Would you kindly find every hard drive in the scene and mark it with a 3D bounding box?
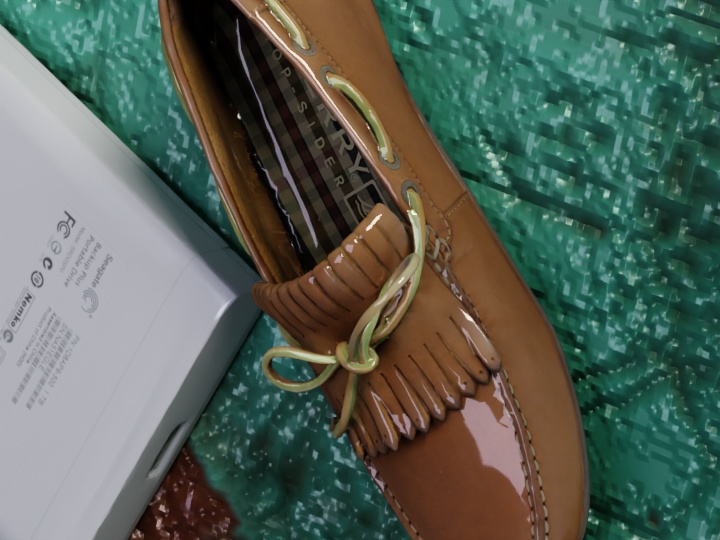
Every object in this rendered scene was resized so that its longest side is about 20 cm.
[{"bbox_3d":[-0.129,-0.008,0.951,0.200,0.027,0.132,43,120,21],"label":"hard drive"}]

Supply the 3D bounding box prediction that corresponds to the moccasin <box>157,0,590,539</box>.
[{"bbox_3d":[0.001,-0.001,0.827,0.073,0.078,0.202,-24,84,36],"label":"moccasin"}]
